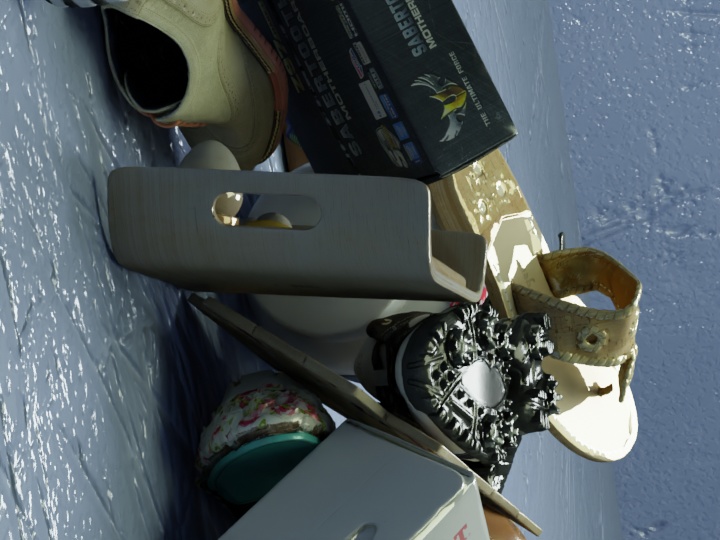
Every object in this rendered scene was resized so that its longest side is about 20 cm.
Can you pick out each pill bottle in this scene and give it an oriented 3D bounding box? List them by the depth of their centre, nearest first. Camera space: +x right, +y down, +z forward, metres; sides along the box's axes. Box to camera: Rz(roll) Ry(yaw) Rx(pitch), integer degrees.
[{"bbox_3d":[0.000,0.000,1.414,0.200,0.119,0.120,26,59,-78],"label":"pill bottle"}]

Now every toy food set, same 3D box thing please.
[{"bbox_3d":[-0.023,-0.022,1.198,0.200,0.143,0.061,24,69,-78],"label":"toy food set"}]

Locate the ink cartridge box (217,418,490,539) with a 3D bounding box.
[{"bbox_3d":[-0.003,0.193,1.197,0.145,0.087,0.201,-43,138,-31],"label":"ink cartridge box"}]

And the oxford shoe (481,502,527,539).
[{"bbox_3d":[0.028,0.133,1.316,0.071,0.071,0.200,49,-21,-14],"label":"oxford shoe"}]

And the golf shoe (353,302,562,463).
[{"bbox_3d":[0.035,0.056,1.272,0.200,0.094,0.078,14,75,-73],"label":"golf shoe"}]

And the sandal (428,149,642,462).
[{"bbox_3d":[0.113,0.014,1.369,0.212,0.069,0.078,58,44,-20],"label":"sandal"}]

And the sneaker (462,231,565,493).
[{"bbox_3d":[0.065,0.077,1.422,0.104,0.060,0.200,98,13,-56],"label":"sneaker"}]

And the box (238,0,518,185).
[{"bbox_3d":[-0.015,-0.132,1.230,0.201,0.051,0.158,64,-18,-5],"label":"box"}]

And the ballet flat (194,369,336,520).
[{"bbox_3d":[-0.045,0.086,1.269,0.200,0.075,0.064,85,-6,-68],"label":"ballet flat"}]

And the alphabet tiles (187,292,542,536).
[{"bbox_3d":[0.003,0.072,1.269,0.006,0.166,0.200,-56,147,-6],"label":"alphabet tiles"}]

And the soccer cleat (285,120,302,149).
[{"bbox_3d":[-0.028,-0.134,1.486,0.201,0.083,0.065,-110,-147,-49],"label":"soccer cleat"}]

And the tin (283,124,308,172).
[{"bbox_3d":[-0.013,-0.053,1.611,0.112,0.042,0.201,-91,170,-49],"label":"tin"}]

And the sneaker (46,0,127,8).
[{"bbox_3d":[-0.103,-0.209,1.074,0.201,0.075,0.116,-83,162,-49],"label":"sneaker"}]

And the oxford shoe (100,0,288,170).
[{"bbox_3d":[-0.085,-0.093,1.187,0.074,0.070,0.200,-63,156,-24],"label":"oxford shoe"}]
